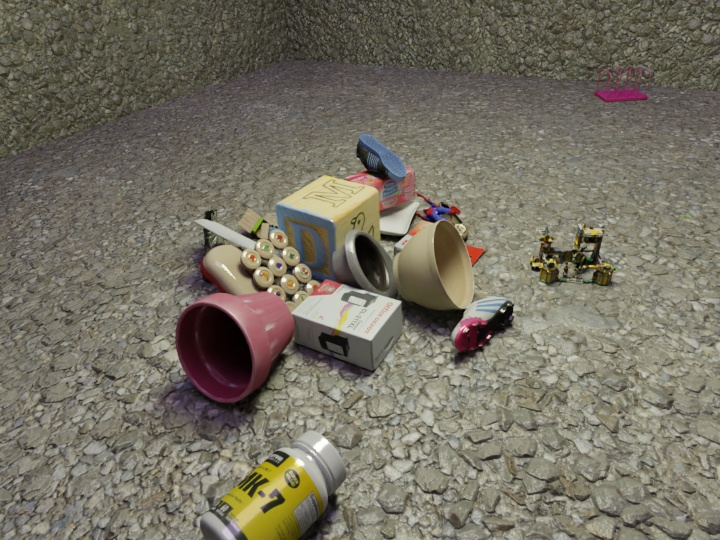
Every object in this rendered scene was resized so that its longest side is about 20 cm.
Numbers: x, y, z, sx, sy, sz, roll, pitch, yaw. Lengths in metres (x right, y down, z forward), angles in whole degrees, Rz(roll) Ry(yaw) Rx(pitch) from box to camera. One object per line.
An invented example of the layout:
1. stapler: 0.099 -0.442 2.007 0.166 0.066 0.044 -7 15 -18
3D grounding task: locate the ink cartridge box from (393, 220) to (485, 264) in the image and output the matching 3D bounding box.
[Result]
1. ink cartridge box: 0.210 -0.061 1.365 0.197 0.051 0.162 15 38 32

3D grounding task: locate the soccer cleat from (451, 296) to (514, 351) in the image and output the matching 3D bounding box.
1. soccer cleat: 0.245 0.111 1.095 0.198 0.071 0.086 -23 27 -35

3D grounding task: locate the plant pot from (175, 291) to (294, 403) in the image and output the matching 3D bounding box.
1. plant pot: -0.230 0.130 1.012 0.197 0.204 0.178 13 20 25

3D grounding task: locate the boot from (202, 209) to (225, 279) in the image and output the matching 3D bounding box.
1. boot: -0.401 -0.074 1.372 0.066 0.133 0.201 -9 33 -7

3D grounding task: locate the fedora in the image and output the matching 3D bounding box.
1. fedora: 0.000 0.000 1.213 0.089 0.199 0.180 -24 62 26

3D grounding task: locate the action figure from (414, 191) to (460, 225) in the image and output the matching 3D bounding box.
1. action figure: 0.201 -0.173 1.465 0.098 0.066 0.200 26 3 -14

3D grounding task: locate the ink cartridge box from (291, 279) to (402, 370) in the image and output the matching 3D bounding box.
1. ink cartridge box: -0.025 0.110 1.099 0.197 0.084 0.146 14 37 26

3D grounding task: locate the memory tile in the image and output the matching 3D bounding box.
1. memory tile: -0.179 0.012 1.195 0.017 0.201 0.153 -30 8 45

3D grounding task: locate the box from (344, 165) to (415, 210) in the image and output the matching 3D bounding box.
1. box: 0.061 -0.248 1.544 0.197 0.097 0.100 -22 37 -25

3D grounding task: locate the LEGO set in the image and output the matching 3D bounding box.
1. LEGO set: 0.522 -0.051 1.253 0.196 0.118 0.154 6 34 16

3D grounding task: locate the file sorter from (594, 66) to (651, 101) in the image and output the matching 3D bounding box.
1. file sorter: 1.249 -0.891 2.444 0.196 0.127 0.140 -3 33 1

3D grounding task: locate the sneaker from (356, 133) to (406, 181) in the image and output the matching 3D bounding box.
1. sneaker: 0.058 -0.312 1.500 0.069 0.079 0.201 -22 58 -31

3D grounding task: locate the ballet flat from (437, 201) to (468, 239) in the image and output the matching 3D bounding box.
1. ballet flat: 0.262 -0.150 1.496 0.066 0.047 0.201 -7 33 -5

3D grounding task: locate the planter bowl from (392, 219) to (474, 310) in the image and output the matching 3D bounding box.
1. planter bowl: 0.158 0.001 1.173 0.133 0.202 0.201 -16 23 34

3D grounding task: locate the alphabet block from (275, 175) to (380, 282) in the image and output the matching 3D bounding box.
1. alphabet block: -0.079 -0.110 1.340 0.194 0.198 0.200 20 41 29

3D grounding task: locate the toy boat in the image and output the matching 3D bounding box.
1. toy boat: -0.294 0.042 1.201 0.200 0.131 0.130 48 32 2

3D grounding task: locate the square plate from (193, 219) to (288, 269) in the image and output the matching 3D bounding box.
1. square plate: -0.294 -0.070 1.303 0.198 0.029 0.198 26 -3 20

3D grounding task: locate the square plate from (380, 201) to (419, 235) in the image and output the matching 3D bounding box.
1. square plate: 0.063 -0.159 1.535 0.194 0.029 0.201 8 35 16

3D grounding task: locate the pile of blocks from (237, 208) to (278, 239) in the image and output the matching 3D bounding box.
1. pile of blocks: -0.257 -0.125 1.516 0.196 0.084 0.062 9 -9 3

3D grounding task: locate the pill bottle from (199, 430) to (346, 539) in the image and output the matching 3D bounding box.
1. pill bottle: -0.119 0.334 0.742 0.113 0.116 0.199 23 41 35
